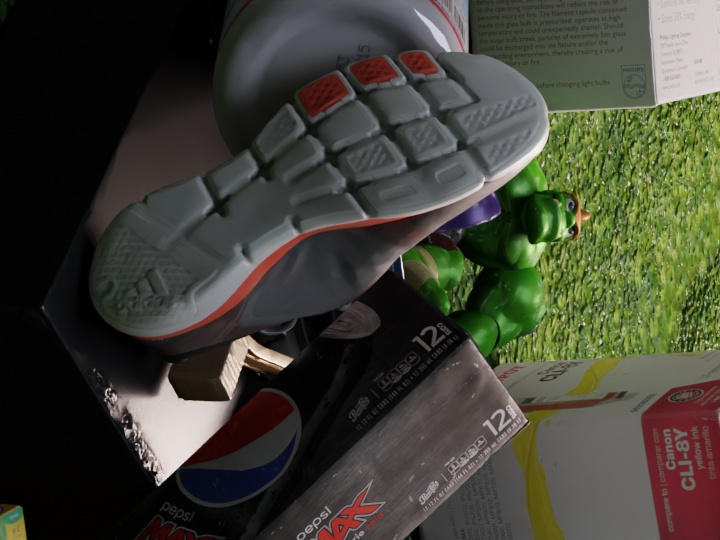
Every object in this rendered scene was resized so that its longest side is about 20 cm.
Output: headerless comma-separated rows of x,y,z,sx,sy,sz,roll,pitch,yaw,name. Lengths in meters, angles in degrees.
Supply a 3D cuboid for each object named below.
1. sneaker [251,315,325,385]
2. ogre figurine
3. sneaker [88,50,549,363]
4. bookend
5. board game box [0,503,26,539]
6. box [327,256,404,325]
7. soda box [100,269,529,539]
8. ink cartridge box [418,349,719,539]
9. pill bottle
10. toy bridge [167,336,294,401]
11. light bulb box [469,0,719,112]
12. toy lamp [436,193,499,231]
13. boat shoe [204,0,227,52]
-0.039,0.048,1.410,0.082,0.073,0.201,-25,112,-61,sneaker
0.057,-0.033,1.576,0.120,0.098,0.201,-6,80,-44,ogre figurine
-0.013,-0.023,1.173,0.082,0.200,0.077,61,6,-59,sneaker
-0.105,0.006,1.269,0.199,0.092,0.200,62,37,-43,bookend
-0.161,0.205,1.168,0.095,0.030,0.201,-27,117,-59,board game box
0.000,0.000,1.419,0.137,0.038,0.200,-101,-177,-53,box
-0.029,0.098,1.206,0.200,0.063,0.071,-43,135,-7,soda box
0.144,0.103,1.616,0.145,0.200,0.084,-28,109,-58,ink cartridge box
-0.006,-0.116,1.264,0.200,0.108,0.109,-85,161,-62,pill bottle
-0.031,0.085,1.285,0.200,0.027,0.067,63,35,-44,toy bridge
0.157,-0.204,1.722,0.198,0.125,0.201,-16,103,-60,light bulb box
0.031,-0.122,1.453,0.058,0.058,0.201,-32,115,-57,toy lamp
-0.077,-0.175,1.371,0.067,0.072,0.200,-22,122,-21,boat shoe
